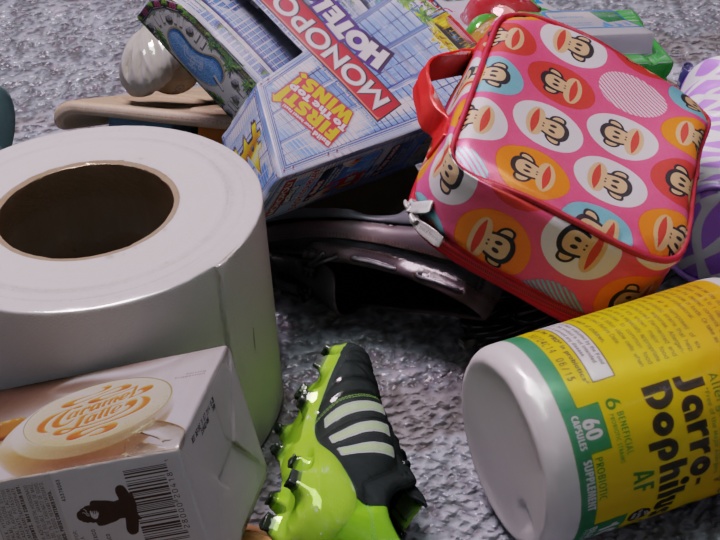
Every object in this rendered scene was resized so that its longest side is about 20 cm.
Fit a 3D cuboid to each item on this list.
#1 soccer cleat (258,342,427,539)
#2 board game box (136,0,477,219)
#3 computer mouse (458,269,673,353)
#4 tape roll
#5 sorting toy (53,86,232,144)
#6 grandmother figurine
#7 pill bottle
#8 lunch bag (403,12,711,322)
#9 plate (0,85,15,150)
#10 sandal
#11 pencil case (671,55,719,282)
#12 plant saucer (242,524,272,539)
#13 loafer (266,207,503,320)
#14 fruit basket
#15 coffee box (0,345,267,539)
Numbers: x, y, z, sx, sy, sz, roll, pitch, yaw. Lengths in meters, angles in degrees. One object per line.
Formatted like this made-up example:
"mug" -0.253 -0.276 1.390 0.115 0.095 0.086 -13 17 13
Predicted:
"soccer cleat" -0.005 0.105 0.955 0.081 0.068 0.200 28 23 -9
"board game box" -0.033 -0.125 1.104 0.200 0.062 0.200 46 50 5
"computer mouse" 0.104 -0.021 1.140 0.138 0.053 0.200 -19 42 -6
"tape roll" -0.149 0.023 1.019 0.202 0.140 0.203 -3 33 2
"sorting toy" -0.088 -0.109 1.250 0.199 0.037 0.185 3 10 26
"grandmother figurine" -0.071 -0.151 1.219 0.199 0.121 0.061 -10 66 -25
"pill bottle" 0.165 0.068 0.938 0.199 0.113 0.113 -15 35 -18
"lunch bag" 0.109 -0.069 1.030 0.176 0.082 0.200 28 39 -1
"plate" -0.266 -0.023 1.069 0.026 0.201 0.200 33 43 10
"sandal" -0.070 -0.051 1.180 0.211 0.078 0.070 -21 39 -14
"pencil case" 0.245 -0.071 1.165 0.084 0.086 0.200 25 38 -5
"plant saucer" -0.092 0.188 0.858 0.199 0.032 0.201 -3 34 2
"loafer" 0.000 0.000 1.087 0.199 0.072 0.063 -3 63 31
"fruit basket" 0.122 -0.170 1.280 0.185 0.094 0.200 -7 40 -37
"coffee box" -0.160 0.112 0.883 0.199 0.080 0.114 -11 20 14
